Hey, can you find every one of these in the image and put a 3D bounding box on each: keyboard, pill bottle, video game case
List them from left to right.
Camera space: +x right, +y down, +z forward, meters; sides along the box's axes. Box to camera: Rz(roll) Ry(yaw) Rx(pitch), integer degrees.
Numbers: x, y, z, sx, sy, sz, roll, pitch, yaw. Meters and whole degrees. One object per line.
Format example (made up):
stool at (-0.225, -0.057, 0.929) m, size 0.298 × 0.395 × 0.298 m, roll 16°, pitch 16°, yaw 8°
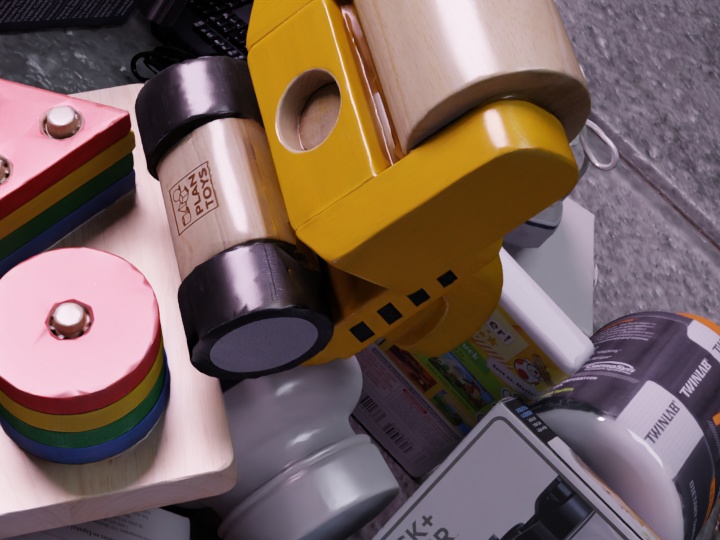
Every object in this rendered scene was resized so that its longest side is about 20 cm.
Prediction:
pill bottle at (-0.068, 0.038, 0.857) m, size 0.111 × 0.111 × 0.201 m, roll -15°, pitch 68°, yaw -50°
keyboard at (-0.054, -0.115, 0.984) m, size 0.104 × 0.040 × 0.200 m, roll -30°, pitch 39°, yaw -16°
video game case at (0.000, 0.000, 0.906) m, size 0.200 × 0.182 × 0.023 m, roll 47°, pitch 59°, yaw 0°
pill bottle at (0.141, 0.085, 0.954) m, size 0.106 × 0.106 × 0.200 m, roll 49°, pitch 31°, yaw 3°

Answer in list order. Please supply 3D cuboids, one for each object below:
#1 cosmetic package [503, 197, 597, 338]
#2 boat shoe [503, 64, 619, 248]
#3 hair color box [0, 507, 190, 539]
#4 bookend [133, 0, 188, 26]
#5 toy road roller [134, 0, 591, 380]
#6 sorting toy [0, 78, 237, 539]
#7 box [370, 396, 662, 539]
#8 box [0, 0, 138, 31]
cosmetic package at (0.031, -0.025, 1.035) m, size 0.199 × 0.085 × 0.108 m, roll 34°, pitch 37°, yaw -18°
boat shoe at (0.085, -0.067, 0.938) m, size 0.075 × 0.086 × 0.202 m, roll 51°, pitch 14°, yaw 13°
hair color box at (-0.121, 0.178, 0.716) m, size 0.101 × 0.061 × 0.201 m, roll 24°, pitch 41°, yaw -27°
bookend at (-0.174, -0.222, 0.817) m, size 0.199 × 0.092 × 0.200 m, roll 6°, pitch 46°, yaw -41°
toy road roller at (0.017, -0.040, 0.733) m, size 0.145 × 0.199 × 0.124 m, roll 18°, pitch 46°, yaw -47°
sorting toy at (-0.164, 0.003, 0.741) m, size 0.197 × 0.070 × 0.201 m, roll -10°, pitch 55°, yaw -9°
box at (0.097, 0.166, 0.826) m, size 0.200 × 0.117 × 0.060 m, roll 46°, pitch 8°, yaw 10°
box at (-0.198, -0.211, 0.965) m, size 0.199 × 0.104 × 0.149 m, roll -14°, pitch 67°, yaw -50°
